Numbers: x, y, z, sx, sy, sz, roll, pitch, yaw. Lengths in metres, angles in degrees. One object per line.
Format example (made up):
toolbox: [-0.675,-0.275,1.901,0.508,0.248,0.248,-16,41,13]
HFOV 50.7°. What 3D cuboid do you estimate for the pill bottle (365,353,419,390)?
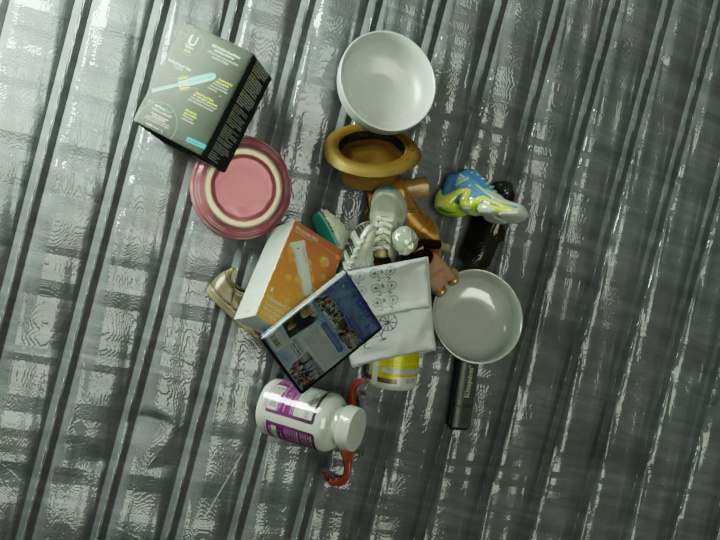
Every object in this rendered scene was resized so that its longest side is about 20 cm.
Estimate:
pill bottle: [0.072,0.137,1.554,0.108,0.109,0.203,5,94,-17]

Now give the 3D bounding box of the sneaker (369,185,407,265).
sneaker: [0.050,-0.069,1.498,0.075,0.081,0.202,6,124,6]

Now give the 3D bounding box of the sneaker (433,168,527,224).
sneaker: [0.250,-0.159,1.559,0.198,0.076,0.106,10,77,21]

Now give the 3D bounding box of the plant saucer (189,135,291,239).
plant saucer: [-0.228,-0.160,1.466,0.198,0.051,0.203,-2,96,-17]

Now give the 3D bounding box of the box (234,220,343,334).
box: [-0.135,0.027,1.450,0.124,0.097,0.202,31,67,-26]

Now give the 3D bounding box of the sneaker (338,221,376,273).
sneaker: [0.000,0.000,1.472,0.080,0.075,0.202,13,115,-13]

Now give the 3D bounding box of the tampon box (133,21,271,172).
tampon box: [-0.280,-0.309,1.372,0.149,0.126,0.202,27,88,10]

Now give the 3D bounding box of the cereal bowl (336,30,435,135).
cereal bowl: [0.045,-0.362,1.501,0.197,0.083,0.203,2,84,-14]

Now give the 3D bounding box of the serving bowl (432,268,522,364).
serving bowl: [0.240,0.102,1.610,0.197,0.066,0.203,2,75,-9]

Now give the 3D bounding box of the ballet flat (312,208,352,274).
ballet flat: [-0.034,-0.041,1.534,0.071,0.072,0.202,-26,107,-13]

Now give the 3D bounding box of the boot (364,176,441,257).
boot: [0.085,-0.088,1.566,0.142,0.071,0.204,-14,106,-3]

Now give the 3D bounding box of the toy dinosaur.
toy dinosaur: [-0.039,0.333,1.527,0.104,0.201,0.184,2,63,-1]

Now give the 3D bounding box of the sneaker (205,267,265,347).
sneaker: [-0.206,0.080,1.483,0.200,0.070,0.076,43,89,-15]

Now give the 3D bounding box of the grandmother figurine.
grandmother figurine: [0.121,-0.020,1.508,0.121,0.061,0.200,-47,135,-2]

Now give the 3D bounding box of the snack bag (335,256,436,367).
snack bag: [0.052,0.083,1.460,0.186,0.021,0.203,-10,108,-13]

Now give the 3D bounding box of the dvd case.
dvd case: [-0.070,0.114,1.399,0.199,0.018,0.143,-38,116,-11]

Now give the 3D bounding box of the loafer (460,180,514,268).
loafer: [0.276,-0.094,1.622,0.071,0.073,0.202,28,86,-47]

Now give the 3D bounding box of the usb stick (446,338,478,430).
usb stick: [0.226,0.247,1.651,0.055,0.033,0.203,7,93,-16]

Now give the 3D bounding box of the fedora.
fedora: [0.020,-0.213,1.498,0.198,0.202,0.082,-5,132,-16]

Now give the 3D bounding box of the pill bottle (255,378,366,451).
pill bottle: [-0.094,0.284,1.469,0.198,0.112,0.114,11,93,25]
